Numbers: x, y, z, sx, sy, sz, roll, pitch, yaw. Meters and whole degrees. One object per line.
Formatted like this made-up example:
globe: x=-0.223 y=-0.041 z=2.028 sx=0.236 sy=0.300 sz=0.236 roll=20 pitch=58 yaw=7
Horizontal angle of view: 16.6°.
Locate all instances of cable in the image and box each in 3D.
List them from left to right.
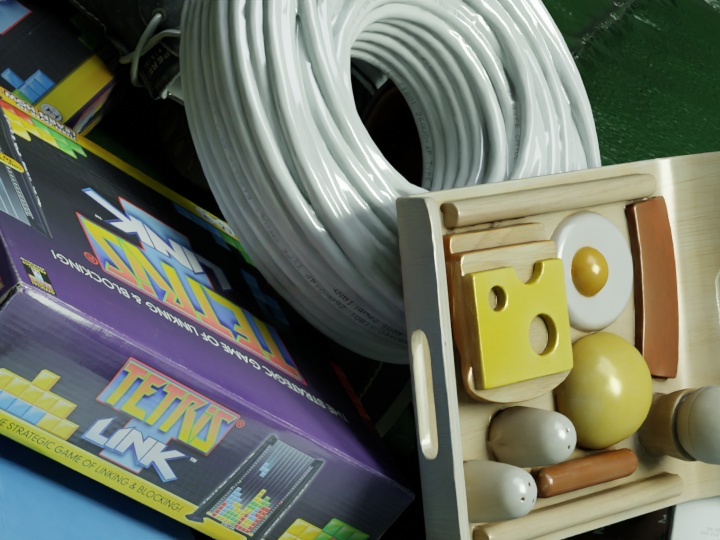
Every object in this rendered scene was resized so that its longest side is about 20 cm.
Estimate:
cable: x=0.013 y=-0.061 z=0.992 sx=0.200 sy=0.069 sz=0.200 roll=40 pitch=47 yaw=-26

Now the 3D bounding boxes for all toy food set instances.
toy food set: x=0.095 y=0.033 z=0.950 sx=0.200 sy=0.060 sz=0.144 roll=-9 pitch=95 yaw=-45

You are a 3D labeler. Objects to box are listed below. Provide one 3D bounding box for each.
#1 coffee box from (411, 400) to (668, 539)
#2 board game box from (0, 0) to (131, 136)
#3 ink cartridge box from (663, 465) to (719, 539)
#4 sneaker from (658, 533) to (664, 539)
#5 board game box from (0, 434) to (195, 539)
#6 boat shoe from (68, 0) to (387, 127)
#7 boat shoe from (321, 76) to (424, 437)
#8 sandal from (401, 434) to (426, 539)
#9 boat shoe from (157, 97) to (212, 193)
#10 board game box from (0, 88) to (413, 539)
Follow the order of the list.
coffee box: x=0.082 y=0.031 z=1.133 sx=0.080 sy=0.113 sz=0.200 roll=13 pitch=35 yaw=-43
board game box: x=-0.189 y=-0.111 z=1.076 sx=0.165 sy=0.057 sz=0.200 roll=38 pitch=25 yaw=-4
ink cartridge box: x=0.164 y=0.170 z=1.003 sx=0.094 sy=0.037 sz=0.200 roll=11 pitch=57 yaw=3
sneaker: x=0.176 y=0.124 z=1.134 sx=0.078 sy=0.085 sz=0.200 roll=29 pitch=27 yaw=-22
board game box: x=-0.140 y=0.072 z=0.851 sx=0.200 sy=0.039 sz=0.158 roll=34 pitch=16 yaw=-29
boat shoe: x=-0.075 y=-0.109 z=1.084 sx=0.200 sy=0.072 sz=0.071 roll=28 pitch=50 yaw=-17
boat shoe: x=0.000 y=0.000 z=1.056 sx=0.068 sy=0.072 sz=0.200 roll=55 pitch=45 yaw=-37
sandal: x=0.044 y=0.096 z=1.016 sx=0.045 sy=0.075 sz=0.200 roll=3 pitch=33 yaw=7
boat shoe: x=-0.054 y=-0.097 z=1.214 sx=0.072 sy=0.076 sz=0.200 roll=28 pitch=28 yaw=-25
board game box: x=-0.089 y=0.016 z=0.921 sx=0.200 sy=0.057 sz=0.165 roll=31 pitch=16 yaw=-39
